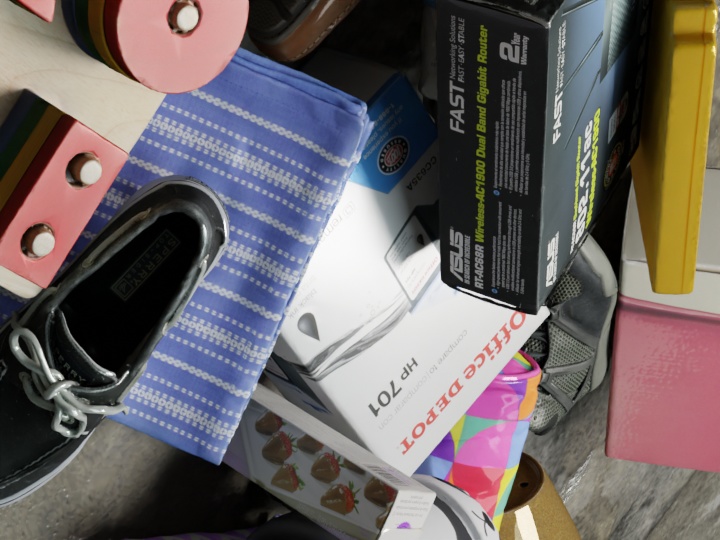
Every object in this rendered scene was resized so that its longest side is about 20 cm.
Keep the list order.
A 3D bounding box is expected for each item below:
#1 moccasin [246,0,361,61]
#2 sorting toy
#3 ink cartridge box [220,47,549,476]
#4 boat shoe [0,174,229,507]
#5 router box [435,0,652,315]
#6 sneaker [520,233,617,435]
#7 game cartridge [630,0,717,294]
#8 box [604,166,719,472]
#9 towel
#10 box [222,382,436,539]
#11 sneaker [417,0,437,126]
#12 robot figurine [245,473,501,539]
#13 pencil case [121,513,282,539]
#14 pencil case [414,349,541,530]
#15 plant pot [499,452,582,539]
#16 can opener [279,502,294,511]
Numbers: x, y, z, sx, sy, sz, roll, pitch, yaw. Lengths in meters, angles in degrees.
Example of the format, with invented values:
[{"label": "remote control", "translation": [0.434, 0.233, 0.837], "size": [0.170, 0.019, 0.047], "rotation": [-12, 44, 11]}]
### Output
[{"label": "moccasin", "translation": [0.013, -0.185, 0.897], "size": [0.202, 0.073, 0.078], "rotation": [-57, 139, -21]}, {"label": "sorting toy", "translation": [-0.147, -0.102, 0.715], "size": [0.200, 0.069, 0.200], "rotation": [34, 88, -45]}, {"label": "ink cartridge box", "translation": [0.000, 0.000, 0.964], "size": [0.147, 0.086, 0.200], "rotation": [-48, 127, -16]}, {"label": "boat shoe", "translation": [-0.135, 0.042, 0.810], "size": [0.199, 0.074, 0.068], "rotation": [-44, -171, 9]}, {"label": "router box", "translation": [0.098, -0.100, 0.883], "size": [0.150, 0.062, 0.201], "rotation": [-54, 153, -36]}, {"label": "sneaker", "translation": [0.124, 0.047, 1.208], "size": [0.114, 0.076, 0.200], "rotation": [-47, 150, -28]}, {"label": "game cartridge", "translation": [0.176, -0.115, 0.972], "size": [0.201, 0.032, 0.177], "rotation": [-88, 176, -52]}, {"label": "box", "translation": [0.248, 0.036, 1.291], "size": [0.128, 0.108, 0.201], "rotation": [-71, 164, -49]}, {"label": "towel", "translation": [-0.094, -0.017, 0.840], "size": [0.024, 0.144, 0.201], "rotation": [-101, -145, -78]}, {"label": "box", "translation": [-0.049, 0.089, 0.906], "size": [0.041, 0.199, 0.039], "rotation": [17, 99, -56]}, {"label": "sneaker", "translation": [0.070, -0.110, 0.986], "size": [0.200, 0.074, 0.087], "rotation": [18, 86, -68]}, {"label": "robot figurine", "translation": [0.003, 0.189, 0.996], "size": [0.199, 0.124, 0.152], "rotation": [-11, 108, -52]}, {"label": "pencil case", "translation": [-0.093, 0.196, 1.034], "size": [0.085, 0.084, 0.199], "rotation": [-36, 160, 31]}, {"label": "pencil case", "translation": [0.058, 0.141, 1.128], "size": [0.088, 0.088, 0.201], "rotation": [-5, 114, -50]}, {"label": "plant pot", "translation": [0.099, 0.240, 1.261], "size": [0.186, 0.186, 0.201], "rotation": [-30, 122, -35]}, {"label": "can opener", "translation": [-0.051, 0.117, 1.058], "size": [0.200, 0.053, 0.067], "rotation": [27, 93, -55]}]
